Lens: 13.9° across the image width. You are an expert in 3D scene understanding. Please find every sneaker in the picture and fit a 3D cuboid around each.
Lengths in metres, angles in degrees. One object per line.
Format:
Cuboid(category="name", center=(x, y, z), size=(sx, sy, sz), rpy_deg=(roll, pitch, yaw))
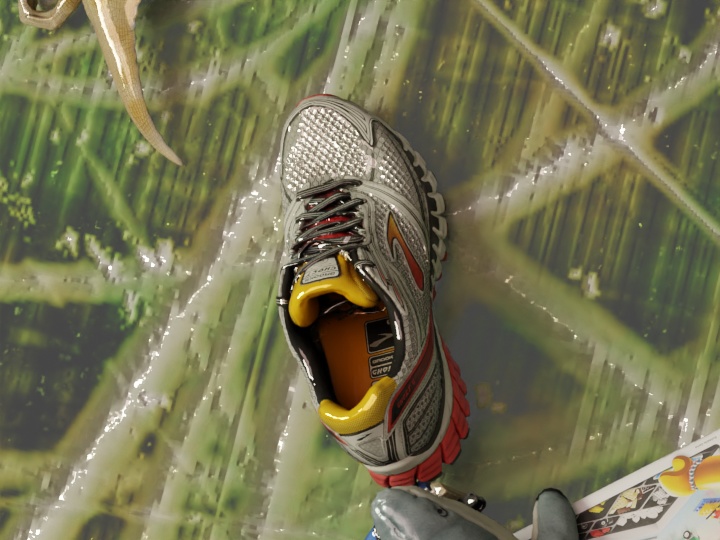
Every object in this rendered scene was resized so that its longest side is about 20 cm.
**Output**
Cuboid(category="sneaker", center=(0.000, 0.000, 1.392), size=(0.078, 0.082, 0.200), rpy_deg=(-24, 60, 17))

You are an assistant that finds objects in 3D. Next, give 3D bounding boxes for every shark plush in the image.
Cuboid(category="shark plush", center=(0.069, 0.184, 1.294), size=(0.091, 0.083, 0.200), rpy_deg=(-28, 70, 16))

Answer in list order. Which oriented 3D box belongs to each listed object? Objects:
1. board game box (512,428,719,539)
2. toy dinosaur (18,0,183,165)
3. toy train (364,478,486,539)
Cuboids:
Cuboid(category="board game box", center=(0.140, 0.156, 1.335), size=(0.200, 0.035, 0.126), rpy_deg=(-29, 70, 16))
Cuboid(category="toy dinosaur", center=(-0.135, -0.154, 1.500), size=(0.101, 0.058, 0.200), rpy_deg=(-3, 79, 21))
Cuboid(category="toy train", center=(-0.021, 0.164, 1.405), size=(0.200, 0.034, 0.046), rpy_deg=(-40, 57, 12))
